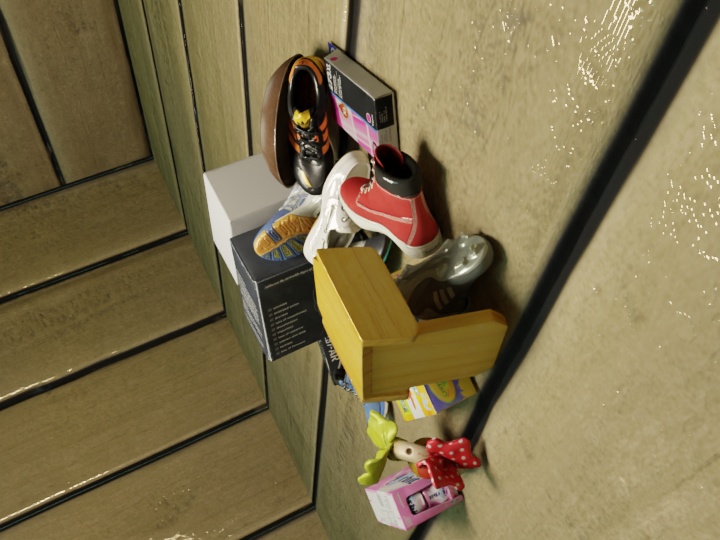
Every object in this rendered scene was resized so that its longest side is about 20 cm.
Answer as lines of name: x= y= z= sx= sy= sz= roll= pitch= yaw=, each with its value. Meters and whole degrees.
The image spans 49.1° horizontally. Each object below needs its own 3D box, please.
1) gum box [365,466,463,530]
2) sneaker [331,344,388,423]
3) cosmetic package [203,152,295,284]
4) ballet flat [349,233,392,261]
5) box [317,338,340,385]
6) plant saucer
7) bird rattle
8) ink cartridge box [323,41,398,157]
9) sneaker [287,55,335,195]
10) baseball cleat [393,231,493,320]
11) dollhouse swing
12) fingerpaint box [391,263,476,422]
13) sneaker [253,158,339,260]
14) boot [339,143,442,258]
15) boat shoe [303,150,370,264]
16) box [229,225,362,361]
gum box: x=0.091 y=0.392 z=1.383 sx=0.067 sy=0.112 sz=0.200 roll=66 pitch=163 yaw=6
sneaker: x=-0.008 y=0.209 z=1.510 sx=0.078 sy=0.088 sz=0.203 roll=18 pitch=128 yaw=69
cosmetic package: x=-0.165 y=-0.106 z=1.433 sx=0.124 sy=0.198 sz=0.200 roll=59 pitch=161 yaw=27
ballet flat: x=0.000 y=0.000 z=1.242 sx=0.074 sy=0.072 sz=0.201 roll=61 pitch=159 yaw=22
box: x=-0.071 y=0.121 z=1.610 sx=0.200 sy=0.043 sz=0.163 roll=-127 pitch=21 yaw=-72
plant saucer: x=-0.116 y=-0.230 z=1.213 sx=0.200 sy=0.036 sz=0.204 roll=7 pitch=-90 yaw=-80
bird rattle: x=0.100 y=0.281 z=1.219 sx=0.163 sy=0.197 sz=0.115 roll=30 pitch=-119 yaw=-56
ink cartridge box: x=-0.009 y=-0.236 z=1.089 sx=0.200 sy=0.037 sz=0.096 roll=-127 pitch=22 yaw=-47
sneaker: x=-0.079 y=-0.205 z=1.140 sx=0.090 sy=0.069 sz=0.204 roll=-56 pitch=-34 yaw=-73
baseball cleat: x=0.116 y=0.016 z=0.973 sx=0.106 sy=0.070 sz=0.199 roll=36 pitch=153 yaw=-19
dollhouse swing: x=0.057 y=0.053 z=0.977 sx=0.201 sy=0.174 sz=0.183 roll=88 pitch=156 yaw=-61
fingerpaint box: x=0.076 y=0.111 z=1.168 sx=0.202 sy=0.072 sz=0.167 roll=65 pitch=163 yaw=9
sneaker: x=-0.088 y=-0.096 z=1.250 sx=0.075 sy=0.199 sz=0.088 roll=52 pitch=-177 yaw=-41
boot: x=0.024 y=-0.117 z=1.031 sx=0.199 sy=0.072 sz=0.146 roll=36 pitch=155 yaw=48
boat shoe: x=-0.023 y=-0.080 z=1.182 sx=0.069 sy=0.070 sz=0.202 roll=51 pitch=131 yaw=39
box: x=-0.102 y=0.017 z=1.362 sx=0.124 sy=0.198 sz=0.198 roll=53 pitch=157 yaw=38
